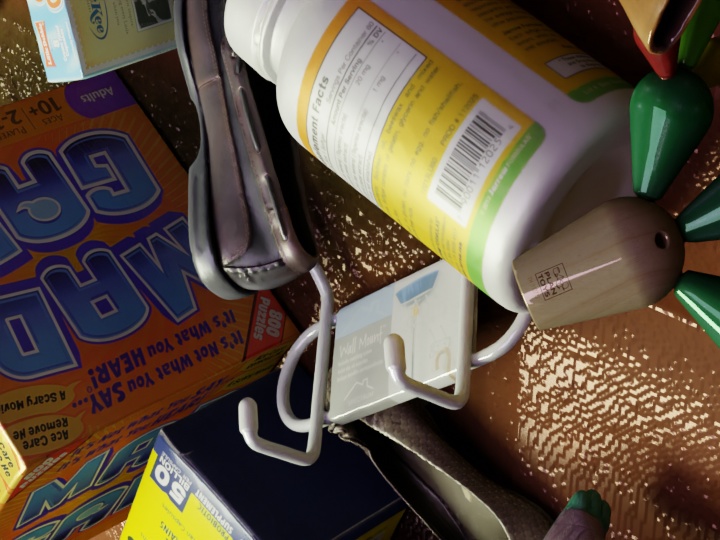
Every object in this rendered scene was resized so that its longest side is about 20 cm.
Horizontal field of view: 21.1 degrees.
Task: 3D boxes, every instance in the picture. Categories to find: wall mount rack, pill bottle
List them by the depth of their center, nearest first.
[{"bbox_3d":[0.032,-0.081,0.884,0.200,0.111,0.112,40,134,27],"label":"pill bottle"},{"bbox_3d":[0.000,0.000,0.987,0.199,0.074,0.175,-25,52,43],"label":"wall mount rack"}]

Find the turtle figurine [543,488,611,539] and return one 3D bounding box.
[{"bbox_3d":[0.171,0.181,0.882,0.199,0.100,0.151,26,126,44],"label":"turtle figurine"}]

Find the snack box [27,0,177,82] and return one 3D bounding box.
[{"bbox_3d":[-0.132,-0.209,0.992,0.037,0.116,0.202,2,110,46],"label":"snack box"}]

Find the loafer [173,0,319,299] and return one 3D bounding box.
[{"bbox_3d":[-0.050,-0.088,0.984,0.062,0.072,0.202,-10,77,32],"label":"loafer"}]

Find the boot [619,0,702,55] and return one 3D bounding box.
[{"bbox_3d":[0.086,-0.161,0.784,0.189,0.068,0.201,-54,48,33],"label":"boot"}]

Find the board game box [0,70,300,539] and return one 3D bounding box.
[{"bbox_3d":[-0.198,0.043,1.124,0.201,0.199,0.200,53,138,14],"label":"board game box"}]

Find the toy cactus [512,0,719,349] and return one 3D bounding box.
[{"bbox_3d":[0.142,-0.017,0.768,0.164,0.102,0.202,-23,98,9],"label":"toy cactus"}]

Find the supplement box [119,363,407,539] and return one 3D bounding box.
[{"bbox_3d":[-0.069,0.171,1.119,0.109,0.109,0.201,45,136,22],"label":"supplement box"}]

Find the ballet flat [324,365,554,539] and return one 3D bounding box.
[{"bbox_3d":[0.047,0.123,1.018,0.200,0.046,0.068,49,137,19],"label":"ballet flat"}]
